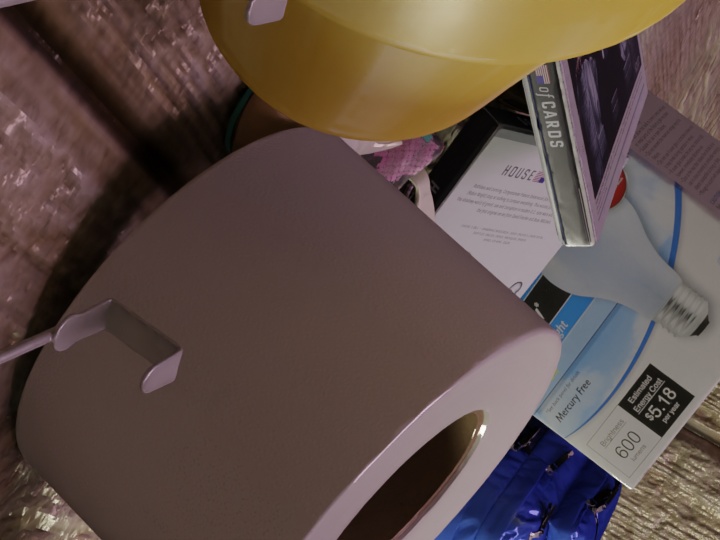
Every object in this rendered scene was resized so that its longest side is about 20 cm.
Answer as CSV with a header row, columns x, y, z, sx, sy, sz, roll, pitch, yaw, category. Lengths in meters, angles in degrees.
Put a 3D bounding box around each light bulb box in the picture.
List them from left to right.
x,y,z,sx,sy,sz,roll,pitch,yaw,category
0.169,-0.003,1.164,0.199,0.200,0.125,-58,171,27,light bulb box

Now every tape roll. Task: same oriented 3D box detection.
x,y,z,sx,sy,sz,roll,pitch,yaw,category
-0.029,0.057,0.752,0.203,0.139,0.203,-42,162,-17,tape roll

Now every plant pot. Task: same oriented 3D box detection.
x,y,z,sx,sy,sz,roll,pitch,yaw,category
0.022,-0.139,0.571,0.201,0.200,0.189,-53,178,-27,plant pot

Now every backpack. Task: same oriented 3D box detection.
x,y,z,sx,sy,sz,roll,pitch,yaw,category
0.128,0.212,1.542,0.200,0.167,0.163,-37,146,-47,backpack

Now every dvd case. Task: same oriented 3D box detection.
x,y,z,sx,sy,sz,roll,pitch,yaw,category
0.062,-0.007,1.048,0.150,0.025,0.200,6,126,-52,dvd case
0.116,-0.138,0.928,0.151,0.025,0.201,-64,146,-46,dvd case

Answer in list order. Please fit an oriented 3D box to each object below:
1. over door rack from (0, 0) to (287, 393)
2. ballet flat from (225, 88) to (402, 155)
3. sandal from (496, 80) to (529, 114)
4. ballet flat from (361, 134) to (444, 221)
x,y,z,sx,sy,sz,roll,pitch,yaw,category
-0.128,-0.020,0.474,0.199,0.067,0.148,-14,135,-41,over door rack
0.013,-0.093,0.827,0.200,0.063,0.069,-43,156,-47,ballet flat
0.101,-0.133,1.054,0.055,0.082,0.200,-36,-173,27,sandal
0.000,0.000,0.935,0.069,0.071,0.201,-43,157,-49,ballet flat
